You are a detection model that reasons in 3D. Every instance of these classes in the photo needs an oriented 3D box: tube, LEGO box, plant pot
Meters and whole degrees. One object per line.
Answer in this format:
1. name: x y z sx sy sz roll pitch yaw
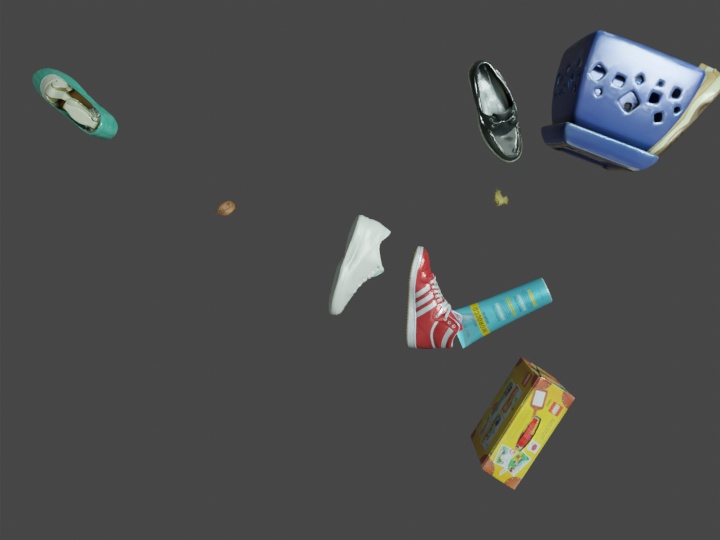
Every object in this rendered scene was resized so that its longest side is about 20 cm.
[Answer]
1. tube: 0.277 0.079 1.138 0.197 0.050 0.079 -26 85 11
2. LEGO box: 0.303 0.285 1.102 0.076 0.149 0.202 31 97 -1
3. plant pot: 0.440 -0.285 1.018 0.197 0.200 0.183 20 103 -1

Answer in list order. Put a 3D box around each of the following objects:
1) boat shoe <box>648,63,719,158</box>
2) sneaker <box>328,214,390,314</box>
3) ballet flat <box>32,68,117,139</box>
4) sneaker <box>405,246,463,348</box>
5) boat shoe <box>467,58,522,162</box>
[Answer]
1. boat shoe: 0.591 -0.299 1.078 0.076 0.072 0.200 42 89 12
2. sneaker: 0.000 0.000 1.129 0.087 0.075 0.203 20 95 -12
3. ballet flat: -0.563 -0.330 1.113 0.199 0.070 0.068 37 97 -1
4. sneaker: 0.148 0.056 1.116 0.110 0.071 0.204 5 104 16
5. boat shoe: 0.259 -0.303 1.084 0.073 0.066 0.203 -17 95 4
